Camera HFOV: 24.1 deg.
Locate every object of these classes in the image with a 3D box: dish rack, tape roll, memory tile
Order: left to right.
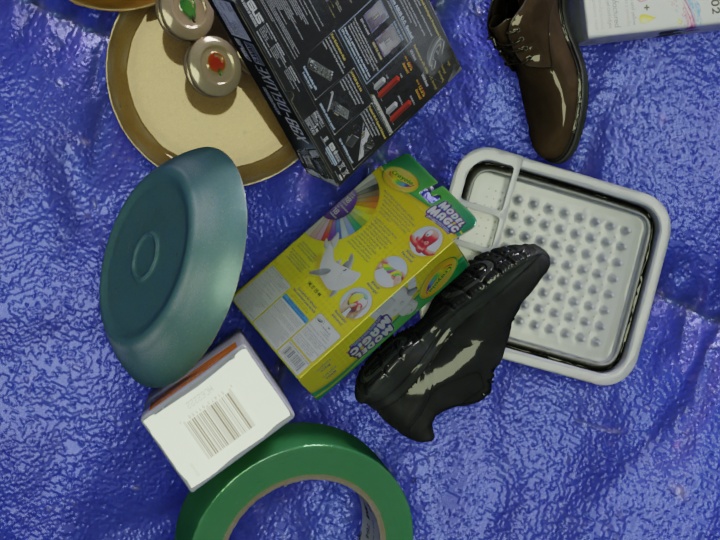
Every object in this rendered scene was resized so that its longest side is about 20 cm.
[{"bbox_3d":[-0.087,-0.240,1.398,0.199,0.017,0.155,-31,100,-35],"label":"memory tile"},{"bbox_3d":[-0.055,0.228,1.414,0.198,0.048,0.203,-7,111,-18],"label":"tape roll"},{"bbox_3d":[0.158,-0.003,1.472,0.198,0.044,0.174,15,89,-6],"label":"dish rack"}]

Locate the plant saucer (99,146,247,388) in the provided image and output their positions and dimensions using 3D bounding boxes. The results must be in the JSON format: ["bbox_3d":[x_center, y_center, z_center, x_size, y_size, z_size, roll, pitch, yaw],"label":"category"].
[{"bbox_3d":[-0.161,-0.008,1.365,0.036,0.199,0.202,18,89,-35],"label":"plant saucer"}]

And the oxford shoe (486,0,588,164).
[{"bbox_3d":[0.142,-0.188,1.439,0.084,0.072,0.202,-12,95,-35],"label":"oxford shoe"}]

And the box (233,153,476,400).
[{"bbox_3d":[0.000,0.000,1.425,0.200,0.048,0.117,-42,53,-2],"label":"box"}]

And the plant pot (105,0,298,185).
[{"bbox_3d":[-0.118,-0.172,1.450,0.198,0.027,0.203,0,91,-5],"label":"plant pot"}]

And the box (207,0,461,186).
[{"bbox_3d":[-0.018,-0.196,1.383,0.158,0.050,0.201,-44,128,-17],"label":"box"}]

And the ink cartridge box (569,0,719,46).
[{"bbox_3d":[0.279,-0.265,1.467,0.198,0.068,0.117,-7,92,-6],"label":"ink cartridge box"}]

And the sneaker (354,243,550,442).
[{"bbox_3d":[0.089,0.060,1.417,0.200,0.076,0.091,-43,106,4],"label":"sneaker"}]

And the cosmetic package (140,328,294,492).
[{"bbox_3d":[-0.116,0.108,1.367,0.101,0.200,0.072,-36,94,-4],"label":"cosmetic package"}]

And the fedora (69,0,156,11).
[{"bbox_3d":[-0.199,-0.319,1.397,0.198,0.082,0.203,0,82,0],"label":"fedora"}]
